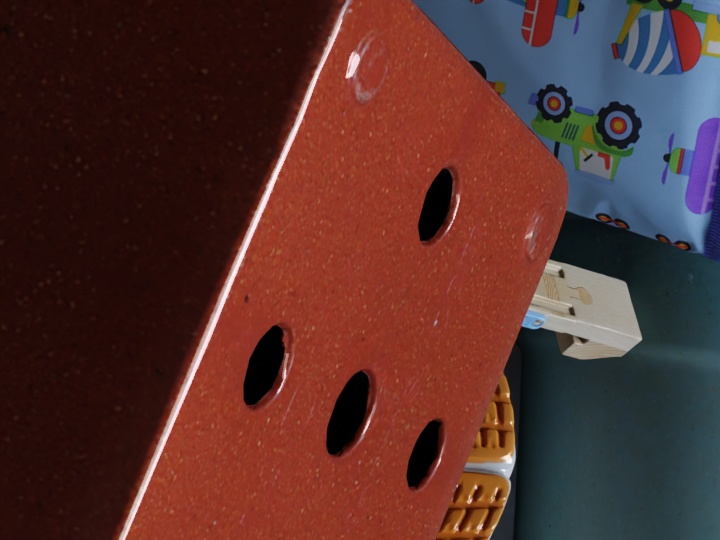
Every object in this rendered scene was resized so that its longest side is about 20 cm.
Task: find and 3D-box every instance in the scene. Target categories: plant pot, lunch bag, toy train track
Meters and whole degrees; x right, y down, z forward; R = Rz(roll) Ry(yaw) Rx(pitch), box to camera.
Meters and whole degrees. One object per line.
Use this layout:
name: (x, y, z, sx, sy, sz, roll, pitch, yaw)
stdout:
plant pot: (0.136, 0.086, 0.822, 0.200, 0.199, 0.197, 19, 78, -66)
lunch bag: (0.070, -0.126, 0.706, 0.094, 0.150, 0.201, -44, 145, -46)
toy train track: (0.000, 0.000, 0.698, 0.199, 0.115, 0.033, 14, 139, -35)
plant pot: (-0.074, 0.000, 0.465, 0.201, 0.176, 0.200, -67, 156, -6)

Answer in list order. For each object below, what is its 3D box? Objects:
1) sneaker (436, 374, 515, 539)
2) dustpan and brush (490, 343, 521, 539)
sneaker: (0.007, 0.110, 0.777, 0.092, 0.075, 0.201, 116, -21, -68)
dustpan and brush: (0.050, 0.086, 0.908, 0.200, 0.057, 0.140, -79, 167, -71)
